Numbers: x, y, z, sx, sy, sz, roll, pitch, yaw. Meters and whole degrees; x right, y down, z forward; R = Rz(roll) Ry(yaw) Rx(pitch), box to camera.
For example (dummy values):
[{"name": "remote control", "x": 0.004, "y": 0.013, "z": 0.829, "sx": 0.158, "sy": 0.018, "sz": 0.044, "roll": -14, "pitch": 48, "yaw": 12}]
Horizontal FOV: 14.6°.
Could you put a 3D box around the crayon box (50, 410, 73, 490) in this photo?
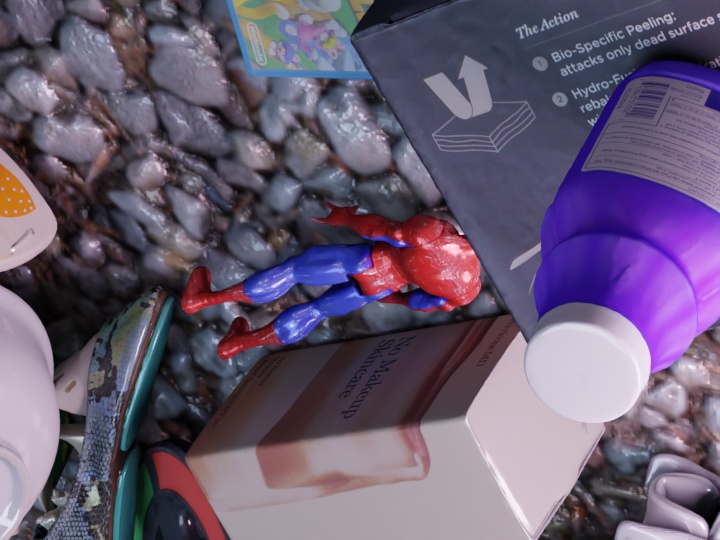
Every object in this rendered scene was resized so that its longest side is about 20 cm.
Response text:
[{"name": "crayon box", "x": -0.287, "y": 0.078, "z": 1.719, "sx": 0.200, "sy": 0.058, "sz": 0.119, "roll": 0, "pitch": 133, "yaw": 22}]

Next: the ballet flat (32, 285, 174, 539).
[{"name": "ballet flat", "x": -0.157, "y": 0.092, "z": 1.649, "sx": 0.074, "sy": 0.074, "sz": 0.200, "roll": 22, "pitch": 119, "yaw": 17}]

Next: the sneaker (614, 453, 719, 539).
[{"name": "sneaker", "x": 0.145, "y": 0.161, "z": 1.526, "sx": 0.200, "sy": 0.075, "sz": 0.115, "roll": -3, "pitch": 122, "yaw": 29}]

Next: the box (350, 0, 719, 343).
[{"name": "box", "x": 0.137, "y": -0.081, "z": 1.289, "sx": 0.197, "sy": 0.117, "sz": 0.200, "roll": -18, "pitch": 113, "yaw": 32}]

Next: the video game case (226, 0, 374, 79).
[{"name": "video game case", "x": 0.013, "y": -0.158, "z": 1.395, "sx": 0.200, "sy": 0.018, "sz": 0.143, "roll": 4, "pitch": 125, "yaw": 31}]

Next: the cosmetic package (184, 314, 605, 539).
[{"name": "cosmetic package", "x": 0.017, "y": 0.094, "z": 1.535, "sx": 0.200, "sy": 0.103, "sz": 0.087, "roll": -11, "pitch": 118, "yaw": 37}]

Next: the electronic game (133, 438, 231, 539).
[{"name": "electronic game", "x": -0.096, "y": 0.198, "z": 1.670, "sx": 0.200, "sy": 0.042, "sz": 0.200, "roll": 169, "pitch": 90, "yaw": -66}]

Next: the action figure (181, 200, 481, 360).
[{"name": "action figure", "x": 0.000, "y": 0.000, "z": 1.509, "sx": 0.200, "sy": 0.052, "sz": 0.065, "roll": -13, "pitch": 122, "yaw": 34}]

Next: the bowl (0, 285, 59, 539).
[{"name": "bowl", "x": -0.242, "y": 0.107, "z": 1.544, "sx": 0.090, "sy": 0.201, "sz": 0.201, "roll": 49, "pitch": 147, "yaw": 39}]

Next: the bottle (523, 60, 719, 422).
[{"name": "bottle", "x": 0.117, "y": -0.012, "z": 1.143, "sx": 0.084, "sy": 0.200, "sz": 0.065, "roll": 21, "pitch": 127, "yaw": 8}]

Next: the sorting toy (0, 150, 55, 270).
[{"name": "sorting toy", "x": -0.311, "y": -0.016, "z": 1.587, "sx": 0.200, "sy": 0.180, "sz": 0.107, "roll": -8, "pitch": 111, "yaw": 41}]

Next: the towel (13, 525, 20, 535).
[{"name": "towel", "x": -0.272, "y": 0.093, "z": 1.631, "sx": 0.132, "sy": 0.034, "sz": 0.200, "roll": -9, "pitch": 134, "yaw": -7}]
